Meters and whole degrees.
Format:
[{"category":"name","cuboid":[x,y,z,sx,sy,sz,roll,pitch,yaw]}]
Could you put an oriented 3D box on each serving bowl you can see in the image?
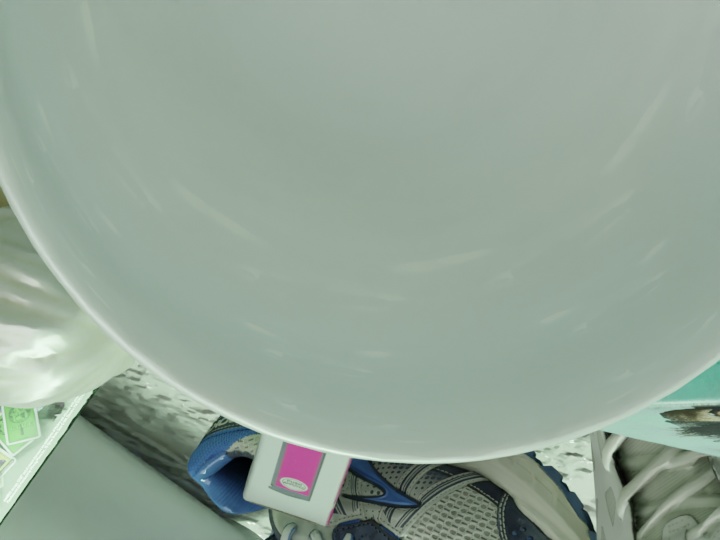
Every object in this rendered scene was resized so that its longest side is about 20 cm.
[{"category":"serving bowl","cuboid":[0.013,-0.065,0.523,0.200,0.200,0.066,29,-176,-18]}]

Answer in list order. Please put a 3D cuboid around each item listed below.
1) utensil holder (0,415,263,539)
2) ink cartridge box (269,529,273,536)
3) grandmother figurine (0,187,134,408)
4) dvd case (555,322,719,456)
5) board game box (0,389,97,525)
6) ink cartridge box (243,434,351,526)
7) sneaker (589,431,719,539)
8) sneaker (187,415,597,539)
[{"category":"utensil holder","cuboid":[-0.154,0.134,1.057,0.170,0.170,0.200,-10,140,44]},{"category":"ink cartridge box","cuboid":[0.005,0.133,0.928,0.094,0.200,0.044,20,119,-2]},{"category":"grandmother figurine","cuboid":[-0.044,-0.056,0.587,0.060,0.200,0.121,-2,146,46]},{"category":"dvd case","cuboid":[0.150,0.033,0.608,0.146,0.022,0.200,-4,170,32]},{"category":"board game box","cuboid":[-0.178,0.074,0.896,0.105,0.023,0.200,25,118,-24]},{"category":"ink cartridge box","cuboid":[0.000,0.000,0.782,0.037,0.095,0.200,18,153,3]},{"category":"sneaker","cuboid":[0.074,0.040,0.708,0.076,0.201,0.115,-26,128,23]},{"category":"sneaker","cuboid":[0.014,0.095,0.877,0.200,0.085,0.077,30,155,45]}]
